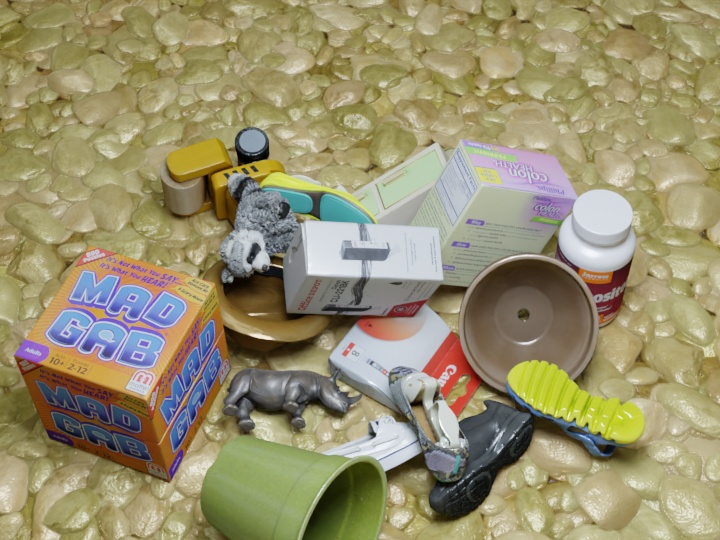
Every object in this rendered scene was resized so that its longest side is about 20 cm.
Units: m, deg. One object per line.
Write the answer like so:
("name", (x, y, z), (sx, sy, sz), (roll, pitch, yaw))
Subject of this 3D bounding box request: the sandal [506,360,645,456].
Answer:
("sandal", (0.287, 0.196, 1.540), (0.198, 0.088, 0.080), (29, 57, 21))

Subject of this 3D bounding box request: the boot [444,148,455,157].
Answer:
("boot", (0.186, -0.108, 1.804), (0.198, 0.073, 0.156), (22, 54, 21))

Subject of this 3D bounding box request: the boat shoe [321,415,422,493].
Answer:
("boat shoe", (0.033, 0.230, 1.519), (0.198, 0.073, 0.066), (-25, 91, -19))

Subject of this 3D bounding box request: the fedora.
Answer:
("fedora", (-0.141, 0.059, 1.657), (0.197, 0.083, 0.202), (11, 40, -9))

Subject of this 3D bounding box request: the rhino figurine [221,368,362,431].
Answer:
("rhino figurine", (-0.095, 0.174, 1.588), (0.196, 0.060, 0.088), (-1, 39, -3))

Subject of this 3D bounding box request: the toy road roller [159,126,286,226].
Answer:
("toy road roller", (-0.212, -0.125, 1.803), (0.197, 0.123, 0.148), (-16, 63, -13))

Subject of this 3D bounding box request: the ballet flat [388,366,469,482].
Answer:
("ballet flat", (0.094, 0.183, 1.488), (0.071, 0.073, 0.201), (-16, 46, -11))

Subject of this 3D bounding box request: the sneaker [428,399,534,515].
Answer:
("sneaker", (0.150, 0.251, 1.521), (0.090, 0.077, 0.199), (27, 48, 33))

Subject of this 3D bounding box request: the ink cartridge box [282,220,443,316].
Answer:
("ink cartridge box", (0.000, 0.000, 1.580), (0.197, 0.145, 0.085), (3, 66, -15))

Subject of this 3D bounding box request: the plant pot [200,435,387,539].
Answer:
("plant pot", (-0.096, 0.298, 1.424), (0.188, 0.202, 0.200), (18, 52, 32))

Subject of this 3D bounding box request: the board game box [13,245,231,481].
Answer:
("board game box", (-0.316, 0.127, 1.543), (0.197, 0.201, 0.201), (15, 52, 15))

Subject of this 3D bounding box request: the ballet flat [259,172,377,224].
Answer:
("ballet flat", (-0.059, -0.109, 1.728), (0.197, 0.068, 0.067), (17, 40, 10))

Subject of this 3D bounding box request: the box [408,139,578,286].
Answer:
("box", (0.187, -0.077, 1.660), (0.173, 0.201, 0.098), (5, 45, -29))

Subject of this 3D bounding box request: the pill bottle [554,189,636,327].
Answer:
("pill bottle", (0.339, -0.017, 1.642), (0.111, 0.202, 0.114), (-1, 50, 1))

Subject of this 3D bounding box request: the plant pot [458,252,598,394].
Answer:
("plant pot", (0.238, 0.071, 1.615), (0.197, 0.205, 0.093), (3, 10, 4))

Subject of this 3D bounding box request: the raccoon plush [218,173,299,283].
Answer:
("raccoon plush", (-0.180, -0.057, 1.660), (0.133, 0.098, 0.199), (-29, 33, -23))

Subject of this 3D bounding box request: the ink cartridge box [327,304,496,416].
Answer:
("ink cartridge box", (0.075, 0.127, 1.631), (0.198, 0.051, 0.163), (25, 56, 24))

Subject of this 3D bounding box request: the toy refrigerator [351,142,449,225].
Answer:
("toy refrigerator", (0.058, -0.110, 1.757), (0.198, 0.070, 0.077), (-30, 50, 14))
